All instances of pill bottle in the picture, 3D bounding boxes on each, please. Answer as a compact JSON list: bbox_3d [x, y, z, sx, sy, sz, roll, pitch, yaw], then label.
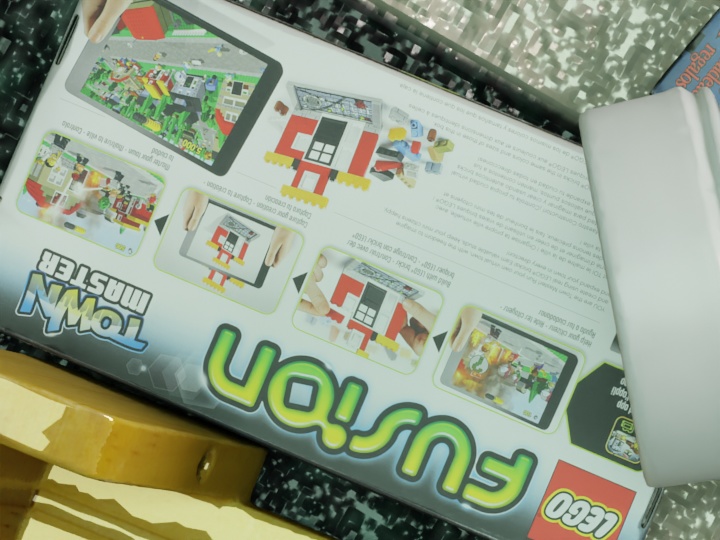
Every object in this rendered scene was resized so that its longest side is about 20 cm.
[{"bbox_3d":[0.159,-0.010,0.711,0.200,0.114,0.115,-10,87,5],"label":"pill bottle"}]

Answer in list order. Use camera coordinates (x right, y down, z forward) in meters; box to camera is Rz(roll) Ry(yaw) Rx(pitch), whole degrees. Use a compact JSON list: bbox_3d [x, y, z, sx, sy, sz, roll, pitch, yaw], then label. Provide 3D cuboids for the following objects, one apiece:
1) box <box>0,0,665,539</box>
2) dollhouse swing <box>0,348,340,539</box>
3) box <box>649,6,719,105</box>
[{"bbox_3d":[0.000,0.000,0.804,0.200,0.035,0.110,23,88,7],"label":"box"},{"bbox_3d":[-0.059,0.144,0.750,0.176,0.182,0.200,22,90,17],"label":"dollhouse swing"},{"bbox_3d":[0.193,-0.080,0.787,0.137,0.038,0.200,40,92,6],"label":"box"}]
